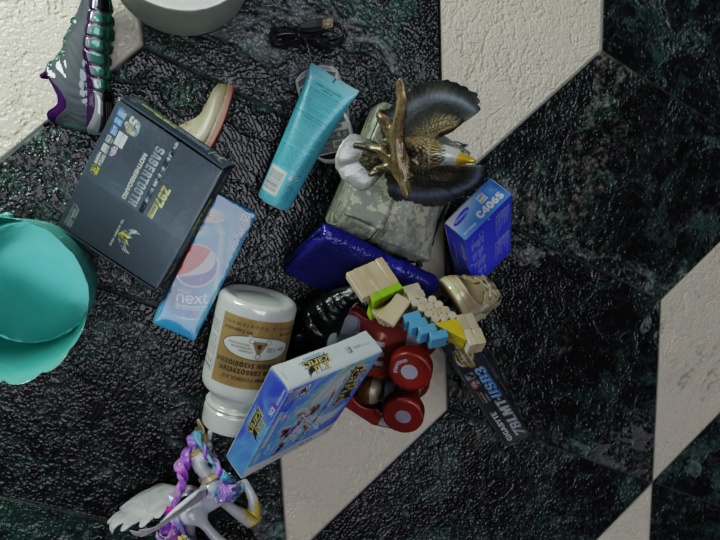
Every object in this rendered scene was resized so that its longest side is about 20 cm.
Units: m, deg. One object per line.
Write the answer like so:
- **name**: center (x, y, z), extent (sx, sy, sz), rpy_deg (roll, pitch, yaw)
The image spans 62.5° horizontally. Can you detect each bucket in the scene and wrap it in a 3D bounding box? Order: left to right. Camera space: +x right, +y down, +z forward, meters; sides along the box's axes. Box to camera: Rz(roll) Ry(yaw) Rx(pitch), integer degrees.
- **bucket**: center (-0.440, 0.027, 0.757), extent (0.205, 0.135, 0.209), rpy_deg (-3, 99, -16)

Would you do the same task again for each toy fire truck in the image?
- **toy fire truck**: center (0.028, 0.154, 0.930), extent (0.167, 0.112, 0.201), rpy_deg (11, 117, 8)

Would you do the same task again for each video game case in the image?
- **video game case**: center (-0.079, 0.188, 0.842), extent (0.181, 0.045, 0.201), rpy_deg (-16, 144, -47)

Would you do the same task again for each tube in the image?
- **tube**: center (-0.082, -0.184, 0.849), extent (0.077, 0.050, 0.201), rpy_deg (28, 104, -5)

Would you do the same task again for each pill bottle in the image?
- **pill bottle**: center (-0.168, 0.131, 0.863), extent (0.113, 0.114, 0.202), rpy_deg (11, 101, -17)

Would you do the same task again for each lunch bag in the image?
- **lunch bag**: center (0.058, -0.120, 0.874), extent (0.167, 0.139, 0.201), rpy_deg (21, 91, -12)

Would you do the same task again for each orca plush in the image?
- **orca plush**: center (-0.061, 0.094, 0.863), extent (0.199, 0.071, 0.106), rpy_deg (-32, 88, 34)

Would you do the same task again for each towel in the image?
- **towel**: center (0.000, 0.000, 0.886), extent (0.199, 0.148, 0.050), rpy_deg (24, 57, -22)

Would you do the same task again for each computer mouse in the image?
- **computer mouse**: center (-0.059, -0.257, 0.866), extent (0.109, 0.044, 0.202), rpy_deg (-9, 107, 9)

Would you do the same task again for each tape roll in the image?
- **tape roll**: center (-0.228, -0.414, 0.745), extent (0.201, 0.139, 0.205), rpy_deg (-3, 100, -15)

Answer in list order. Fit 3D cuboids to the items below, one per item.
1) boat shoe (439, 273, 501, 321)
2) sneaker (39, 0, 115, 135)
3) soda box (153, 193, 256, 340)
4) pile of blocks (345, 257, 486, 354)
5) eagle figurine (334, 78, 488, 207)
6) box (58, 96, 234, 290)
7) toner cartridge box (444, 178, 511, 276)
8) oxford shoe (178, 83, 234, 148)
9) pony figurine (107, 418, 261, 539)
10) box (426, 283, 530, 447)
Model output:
- **boat shoe**: center (0.173, 0.033, 0.896), extent (0.065, 0.200, 0.072), rpy_deg (-34, 69, 13)
- **sneaker**: center (-0.368, -0.280, 0.763), extent (0.087, 0.074, 0.202), rpy_deg (3, 99, -12)
- **soda box**: center (-0.223, -0.009, 0.850), extent (0.064, 0.068, 0.201), rpy_deg (26, 91, -19)
- **pile of blocks**: center (0.066, 0.065, 0.784), extent (0.199, 0.062, 0.082), rpy_deg (32, 57, 18)
- **eagle figurine**: center (0.082, -0.152, 0.753), extent (0.151, 0.200, 0.152), rpy_deg (43, 120, 8)
- **box**: center (-0.282, -0.099, 0.780), extent (0.157, 0.051, 0.201), rpy_deg (34, 108, -4)
- **toner cartridge box**: center (0.183, -0.049, 0.906), extent (0.095, 0.200, 0.043), rpy_deg (-45, 65, -7)
- **oxford shoe**: center (-0.242, -0.178, 0.817), extent (0.074, 0.070, 0.201), rpy_deg (30, 90, -16)
- **pony figurine**: center (-0.246, 0.349, 0.875), extent (0.193, 0.166, 0.201), rpy_deg (-39, 106, -41)
- **box**: center (0.174, 0.137, 0.920), extent (0.049, 0.199, 0.201), rpy_deg (-32, 108, 11)
